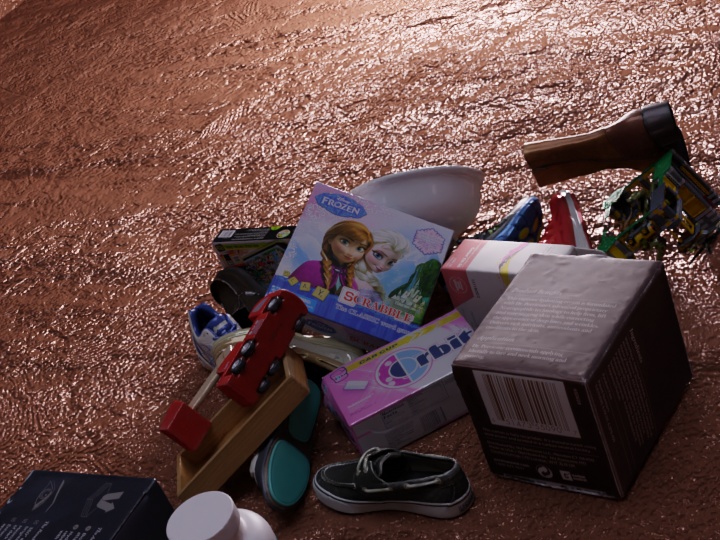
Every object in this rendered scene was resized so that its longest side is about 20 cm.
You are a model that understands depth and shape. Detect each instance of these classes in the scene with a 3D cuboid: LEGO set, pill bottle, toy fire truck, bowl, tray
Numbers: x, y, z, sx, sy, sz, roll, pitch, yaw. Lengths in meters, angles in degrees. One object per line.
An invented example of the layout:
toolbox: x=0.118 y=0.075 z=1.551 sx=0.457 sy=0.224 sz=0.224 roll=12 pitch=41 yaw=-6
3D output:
LEGO set: x=0.382 y=-0.048 z=1.601 sx=0.154 sy=0.116 sz=0.200 roll=-43 pitch=11 yaw=24
pill bottle: x=-0.118 y=0.311 z=1.246 sx=0.110 sy=0.201 sz=0.111 roll=-16 pitch=31 yaw=10
toy fire truck: x=-0.152 y=0.119 z=1.546 sx=0.141 sy=0.049 sz=0.201 roll=-18 pitch=38 yaw=55
bowl: x=0.083 y=-0.074 z=1.787 sx=0.200 sy=0.091 sz=0.201 roll=-8 pitch=-10 yaw=-2
tray: x=-0.142 y=0.186 z=1.531 sx=0.200 sy=0.037 sz=0.099 roll=-46 pitch=20 yaw=10

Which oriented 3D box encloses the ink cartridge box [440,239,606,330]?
ink cartridge box: x=0.208 y=0.031 z=1.550 sx=0.199 sy=0.117 sz=0.068 roll=4 pitch=38 yaw=38

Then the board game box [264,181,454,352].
board game box: x=0.000 y=0.000 z=1.654 sx=0.199 sy=0.041 sz=0.200 roll=19 pitch=56 yaw=3

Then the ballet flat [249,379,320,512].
ballet flat: x=-0.093 y=0.216 z=1.522 sx=0.073 sy=0.073 sz=0.201 roll=-11 pitch=38 yaw=20

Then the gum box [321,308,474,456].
gum box: x=0.058 y=0.139 z=1.529 sx=0.199 sy=0.066 sz=0.114 roll=-27 pitch=31 yaw=-6

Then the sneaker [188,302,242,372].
sneaker: x=-0.178 y=0.107 z=1.717 sx=0.075 sy=0.088 sz=0.200 roll=-35 pitch=34 yaw=-23

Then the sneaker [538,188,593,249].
sneaker: x=0.241 y=-0.032 z=1.669 sx=0.115 sy=0.079 sz=0.200 roll=-17 pitch=30 yaw=7

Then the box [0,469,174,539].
box: x=-0.328 y=0.336 z=1.429 sx=0.199 sy=0.118 sz=0.197 roll=-2 pitch=36 yaw=33

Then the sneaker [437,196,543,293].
sneaker: x=0.177 y=-0.038 z=1.725 sx=0.083 sy=0.071 sz=0.200 roll=21 pitch=54 yaw=42

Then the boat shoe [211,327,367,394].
boat shoe: x=-0.091 y=0.120 z=1.612 sx=0.199 sy=0.074 sz=0.067 roll=2 pitch=42 yaw=1

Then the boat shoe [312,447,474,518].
boat shoe: x=0.030 y=0.226 z=1.416 sx=0.199 sy=0.064 sz=0.071 roll=-3 pitch=36 yaw=31

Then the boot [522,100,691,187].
boot: x=0.330 y=-0.136 z=1.690 sx=0.199 sy=0.188 sz=0.069 roll=-17 pitch=66 yaw=19

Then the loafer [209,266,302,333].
loafer: x=-0.164 y=0.053 z=1.805 sx=0.071 sy=0.073 sz=0.200 roll=-35 pitch=32 yaw=-23

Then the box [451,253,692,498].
box: x=0.231 y=0.107 z=1.369 sx=0.165 sy=0.165 sz=0.200 roll=5 pitch=40 yaw=39

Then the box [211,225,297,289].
box: x=-0.108 y=-0.010 z=1.833 sx=0.199 sy=0.110 sz=0.035 roll=-2 pitch=36 yaw=32
